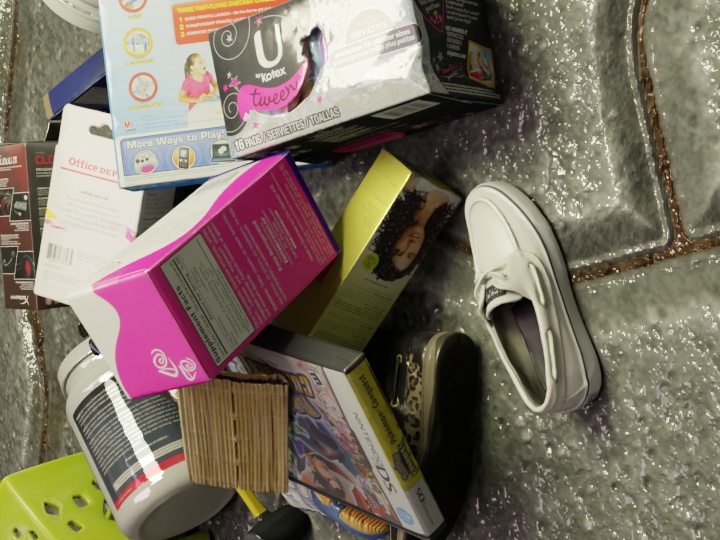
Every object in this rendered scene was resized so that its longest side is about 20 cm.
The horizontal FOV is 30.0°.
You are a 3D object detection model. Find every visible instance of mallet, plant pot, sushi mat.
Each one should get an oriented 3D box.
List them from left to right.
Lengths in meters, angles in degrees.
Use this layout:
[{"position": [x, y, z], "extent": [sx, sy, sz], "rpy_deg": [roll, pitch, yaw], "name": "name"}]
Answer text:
[{"position": [-0.290, 0.330, 1.477], "extent": [0.181, 0.199, 0.200], "rpy_deg": [41, 123, 28], "name": "plant pot"}, {"position": [-0.135, 0.203, 1.329], "extent": [0.200, 0.066, 0.041], "rpy_deg": [49, 133, -1], "name": "mallet"}, {"position": [-0.108, 0.140, 1.153], "extent": [0.201, 0.095, 0.012], "rpy_deg": [95, -178, -55], "name": "sushi mat"}]

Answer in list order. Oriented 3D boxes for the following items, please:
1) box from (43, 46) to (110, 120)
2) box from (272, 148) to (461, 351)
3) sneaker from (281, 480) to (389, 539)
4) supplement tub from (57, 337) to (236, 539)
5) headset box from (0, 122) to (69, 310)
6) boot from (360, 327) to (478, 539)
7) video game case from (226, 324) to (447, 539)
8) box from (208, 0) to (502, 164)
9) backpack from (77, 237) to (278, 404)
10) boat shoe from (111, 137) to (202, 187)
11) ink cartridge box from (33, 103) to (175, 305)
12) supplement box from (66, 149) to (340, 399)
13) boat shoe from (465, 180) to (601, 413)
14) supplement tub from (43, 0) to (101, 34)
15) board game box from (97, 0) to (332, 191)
[{"position": [-0.229, -0.204, 1.396], "extent": [0.199, 0.121, 0.033], "rpy_deg": [-23, 77, 46], "name": "box"}, {"position": [0.000, 0.000, 1.156], "extent": [0.050, 0.075, 0.201], "rpy_deg": [44, 106, 43], "name": "box"}, {"position": [-0.033, 0.197, 1.280], "extent": [0.200, 0.075, 0.089], "rpy_deg": [39, 142, 37], "name": "sneaker"}, {"position": [-0.225, 0.170, 1.421], "extent": [0.141, 0.140, 0.201], "rpy_deg": [-53, 58, 37], "name": "supplement tub"}, {"position": [-0.321, -0.063, 1.493], "extent": [0.075, 0.148, 0.202], "rpy_deg": [0, 94, 46], "name": "headset box"}, {"position": [0.024, 0.141, 1.193], "extent": [0.150, 0.073, 0.202], "rpy_deg": [14, 101, 45], "name": "boot"}, {"position": [-0.032, 0.126, 1.114], "extent": [0.199, 0.025, 0.182], "rpy_deg": [12, 136, 50], "name": "video game case"}, {"position": [-0.006, -0.169, 1.115], "extent": [0.199, 0.132, 0.116], "rpy_deg": [-15, 84, 32], "name": "box"}, {"position": [-0.135, 0.045, 1.273], "extent": [0.199, 0.190, 0.155], "rpy_deg": [33, 112, 34], "name": "backpack"}, {"position": [-0.196, -0.122, 1.415], "extent": [0.200, 0.063, 0.074], "rpy_deg": [-2, 91, 46], "name": "boat shoe"}, {"position": [-0.258, -0.061, 1.383], "extent": [0.114, 0.068, 0.202], "rpy_deg": [15, 100, 22], "name": "ink cartridge box"}, {"position": [-0.120, 0.001, 1.074], "extent": [0.101, 0.200, 0.104], "rpy_deg": [-15, 110, 40], "name": "supplement box"}, {"position": [0.123, 0.021, 1.075], "extent": [0.072, 0.065, 0.202], "rpy_deg": [-32, 72, 45], "name": "boat shoe"}, {"position": [-0.244, -0.358, 1.377], "extent": [0.145, 0.144, 0.200], "rpy_deg": [57, 131, 27], "name": "supplement tub"}, {"position": [-0.135, -0.184, 1.254], "extent": [0.056, 0.198, 0.198], "rpy_deg": [15, -111, -88], "name": "board game box"}]
